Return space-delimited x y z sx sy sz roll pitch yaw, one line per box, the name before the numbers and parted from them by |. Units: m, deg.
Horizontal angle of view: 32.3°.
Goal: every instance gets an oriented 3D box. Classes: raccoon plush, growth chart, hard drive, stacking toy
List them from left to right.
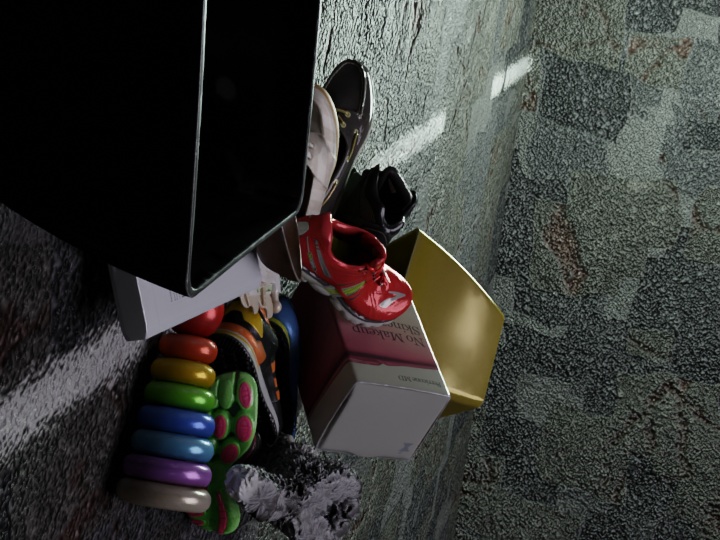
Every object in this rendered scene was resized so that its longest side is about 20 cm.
stacking toy | -0.158 0.107 1.097 0.085 0.084 0.203 42 56 -74
hard drive | -0.146 -0.031 1.019 0.200 0.026 0.134 -27 108 -66
growth chart | -0.112 -0.034 1.181 0.200 0.017 0.147 35 51 -71
raccoon plush | -0.085 0.194 1.223 0.097 0.133 0.200 -51 135 -10

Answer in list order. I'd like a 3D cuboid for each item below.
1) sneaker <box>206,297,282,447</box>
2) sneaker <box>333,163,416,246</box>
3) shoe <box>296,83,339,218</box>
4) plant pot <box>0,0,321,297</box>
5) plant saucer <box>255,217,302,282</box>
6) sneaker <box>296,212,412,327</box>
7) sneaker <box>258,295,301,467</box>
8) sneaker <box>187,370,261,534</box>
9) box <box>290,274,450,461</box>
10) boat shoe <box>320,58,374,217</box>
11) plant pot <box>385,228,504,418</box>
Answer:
sneaker | -0.108 0.103 1.302 0.202 0.069 0.091 82 26 -49
sneaker | 0.011 -0.090 1.459 0.114 0.076 0.200 -43 -153 19
shoe | -0.065 -0.097 1.318 0.053 0.069 0.203 -64 164 -70
plant pot | -0.139 -0.124 0.764 0.200 0.175 0.203 -47 147 -66
plant saucer | -0.088 -0.086 1.131 0.200 0.034 0.204 -10 90 -88
sneaker | 0.000 0.000 1.310 0.199 0.084 0.078 31 53 -44
sneaker | -0.094 0.124 1.390 0.079 0.065 0.203 -60 157 -62
sneaker | -0.138 0.174 1.254 0.084 0.076 0.202 -69 175 -55
box | 0.001 0.099 1.402 0.110 0.126 0.201 -59 -146 32
boat shoe | -0.032 -0.149 1.408 0.061 0.071 0.204 54 51 -77
plant pot | 0.073 0.093 1.642 0.199 0.175 0.203 -27 -138 58
